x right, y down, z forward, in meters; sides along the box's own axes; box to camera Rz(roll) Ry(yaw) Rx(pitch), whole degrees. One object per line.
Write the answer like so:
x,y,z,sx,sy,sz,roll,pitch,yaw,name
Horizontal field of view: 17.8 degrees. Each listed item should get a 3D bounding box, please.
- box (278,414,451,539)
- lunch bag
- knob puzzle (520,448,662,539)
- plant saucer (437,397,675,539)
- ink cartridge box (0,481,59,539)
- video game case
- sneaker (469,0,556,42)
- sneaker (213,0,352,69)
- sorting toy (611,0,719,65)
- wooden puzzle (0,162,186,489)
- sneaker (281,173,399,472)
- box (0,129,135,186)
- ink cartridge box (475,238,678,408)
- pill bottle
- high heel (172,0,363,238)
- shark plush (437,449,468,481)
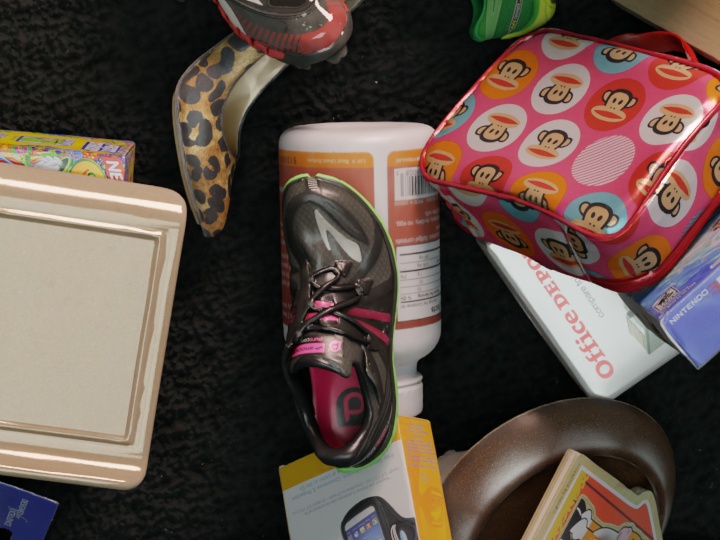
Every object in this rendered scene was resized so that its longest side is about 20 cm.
0.011,0.212,1.563,0.119,0.041,0.201,-26,66,38,box
0.155,-0.088,1.519,0.176,0.200,0.082,-51,133,-15,lunch bag
0.158,0.240,1.570,0.030,0.219,0.221,19,99,41,knob puzzle
0.138,0.180,1.610,0.199,0.032,0.201,-13,127,-18,plant saucer
-0.320,0.171,1.573,0.199,0.198,0.047,26,58,-3,ink cartridge box
0.261,-0.031,1.478,0.200,0.181,0.045,-42,96,2,video game case
0.063,-0.248,1.583,0.083,0.074,0.201,-29,97,-2,sneaker
-0.080,-0.217,1.532,0.071,0.098,0.201,-37,65,-9,sneaker
0.298,-0.215,1.545,0.199,0.200,0.070,-53,135,2,sorting toy
-0.218,0.033,1.505,0.184,0.037,0.201,8,91,-12,wooden puzzle
-0.014,0.035,1.500,0.076,0.084,0.201,-9,95,14,sneaker
-0.259,0.006,1.583,0.192,0.122,0.201,4,97,-3,box
0.202,-0.021,1.610,0.200,0.084,0.146,-36,97,3,ink cartridge box
0.000,0.000,1.594,0.112,0.112,0.201,-1,97,-2,pill bottle
-0.057,-0.125,1.594,0.142,0.071,0.201,-2,88,5,high heel
0.076,0.168,1.660,0.200,0.091,0.083,-41,119,-14,shark plush
